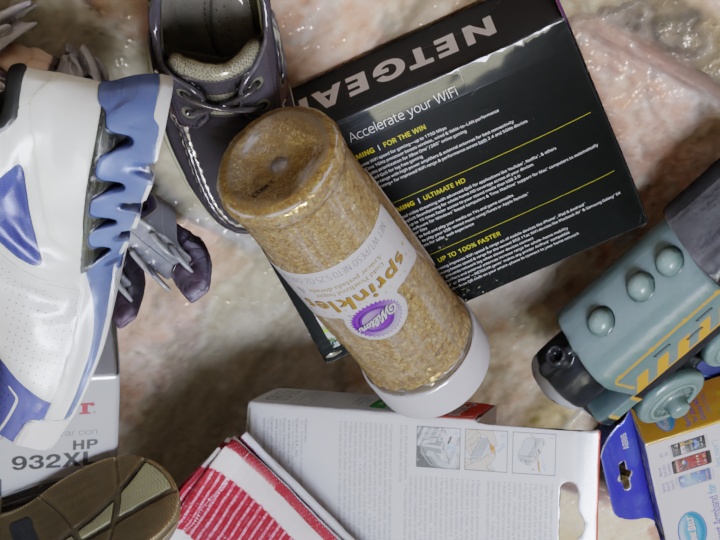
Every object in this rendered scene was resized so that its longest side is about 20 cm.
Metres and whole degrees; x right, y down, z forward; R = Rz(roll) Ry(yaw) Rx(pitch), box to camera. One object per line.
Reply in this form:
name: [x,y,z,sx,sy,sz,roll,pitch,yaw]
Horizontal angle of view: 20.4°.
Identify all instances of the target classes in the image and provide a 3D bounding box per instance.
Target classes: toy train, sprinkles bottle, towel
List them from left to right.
towel: [-0.077,0.201,1.119,0.144,0.023,0.200,44,117,4]
sprinkles bottle: [0.000,0.000,1.015,0.068,0.069,0.200,-27,139,10]
toy train: [0.184,0.012,1.135,0.200,0.086,0.114,-42,149,22]

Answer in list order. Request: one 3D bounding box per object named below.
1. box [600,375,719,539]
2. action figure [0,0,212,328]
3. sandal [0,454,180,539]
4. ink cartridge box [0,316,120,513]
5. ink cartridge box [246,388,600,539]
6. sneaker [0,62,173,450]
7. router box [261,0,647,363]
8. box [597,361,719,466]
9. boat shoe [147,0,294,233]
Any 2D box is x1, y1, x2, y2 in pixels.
box: [0.250,0.111,1.236,0.199,0.042,0.120,-19,132,0]
action figure: [-0.164,-0.054,1.026,0.130,0.070,0.200,-30,126,23]
sandal: [-0.187,0.163,1.091,0.199,0.081,0.054,-22,153,0]
ink cartridge box: [-0.212,0.108,1.134,0.144,0.084,0.201,-1,130,-12]
ink cartridge box: [0.036,0.128,1.107,0.198,0.050,0.110,3,97,16]
sneaker: [-0.168,-0.021,0.972,0.114,0.081,0.200,16,118,-8]
router box: [0.039,-0.051,1.085,0.199,0.051,0.150,-23,128,6]
box: [0.242,0.070,1.247,0.121,0.033,0.200,21,122,-28]
boat shoe: [-0.071,-0.105,0.978,0.071,0.065,0.201,-8,113,-1]
